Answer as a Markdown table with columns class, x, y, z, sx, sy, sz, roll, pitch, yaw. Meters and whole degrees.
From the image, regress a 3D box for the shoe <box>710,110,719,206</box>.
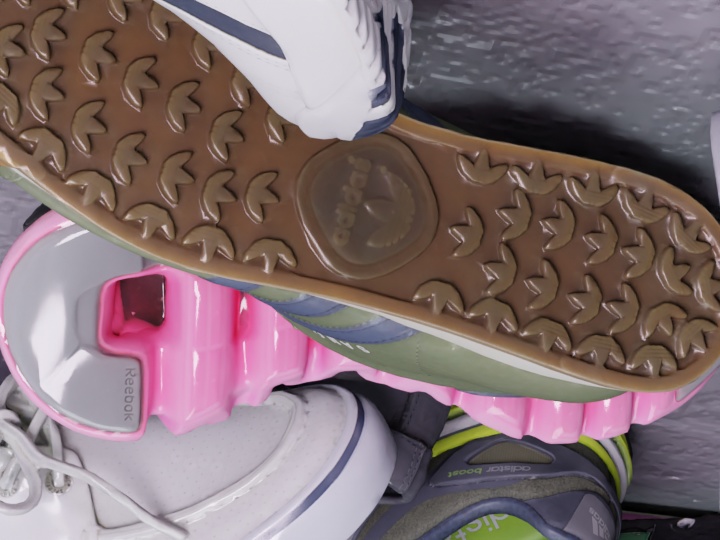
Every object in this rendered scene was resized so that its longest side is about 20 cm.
| class | x | y | z | sx | sy | sz | roll | pitch | yaw |
| --- | --- | --- | --- | --- | --- | --- | --- | --- | --- |
| shoe | 0.143 | 0.009 | 0.724 | 0.091 | 0.072 | 0.200 | -7 | 157 | 9 |

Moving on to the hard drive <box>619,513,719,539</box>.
| class | x | y | z | sx | sy | sz | roll | pitch | yaw |
| --- | --- | --- | --- | --- | --- | --- | --- | --- | --- |
| hard drive | 0.127 | 0.122 | 0.835 | 0.200 | 0.140 | 0.038 | -6 | 118 | 22 |

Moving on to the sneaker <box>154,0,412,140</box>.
| class | x | y | z | sx | sy | sz | roll | pitch | yaw |
| --- | --- | --- | --- | --- | --- | --- | --- | --- | --- |
| sneaker | -0.074 | -0.091 | 0.550 | 0.130 | 0.080 | 0.199 | -10 | 145 | 20 |

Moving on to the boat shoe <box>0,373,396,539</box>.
| class | x | y | z | sx | sy | sz | roll | pitch | yaw |
| --- | --- | --- | --- | --- | --- | --- | --- | --- | --- |
| boat shoe | -0.094 | 0.059 | 0.782 | 0.202 | 0.075 | 0.086 | -20 | 123 | 23 |

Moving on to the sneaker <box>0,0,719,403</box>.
| class | x | y | z | sx | sy | sz | roll | pitch | yaw |
| --- | --- | --- | --- | --- | --- | --- | --- | --- | --- |
| sneaker | -0.020 | -0.017 | 0.651 | 0.200 | 0.067 | 0.090 | 23 | 166 | -13 |

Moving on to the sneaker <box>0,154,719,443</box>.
| class | x | y | z | sx | sy | sz | roll | pitch | yaw |
| --- | --- | --- | --- | --- | --- | --- | --- | --- | --- |
| sneaker | 0.000 | 0.000 | 0.762 | 0.200 | 0.079 | 0.095 | 2 | -170 | -13 |

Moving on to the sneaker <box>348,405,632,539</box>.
| class | x | y | z | sx | sy | sz | roll | pitch | yaw |
| --- | --- | --- | --- | --- | --- | --- | --- | --- | --- |
| sneaker | -0.009 | 0.101 | 0.860 | 0.200 | 0.081 | 0.074 | -30 | 109 | 11 |

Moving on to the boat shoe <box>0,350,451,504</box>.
| class | x | y | z | sx | sy | sz | roll | pitch | yaw |
| --- | --- | --- | --- | --- | --- | --- | --- | --- | --- |
| boat shoe | -0.060 | 0.048 | 0.859 | 0.200 | 0.063 | 0.073 | -9 | 152 | 33 |

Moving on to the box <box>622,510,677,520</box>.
| class | x | y | z | sx | sy | sz | roll | pitch | yaw |
| --- | --- | --- | --- | --- | --- | --- | --- | --- | --- |
| box | 0.054 | 0.173 | 0.955 | 0.200 | 0.176 | 0.097 | 7 | 154 | 2 |
